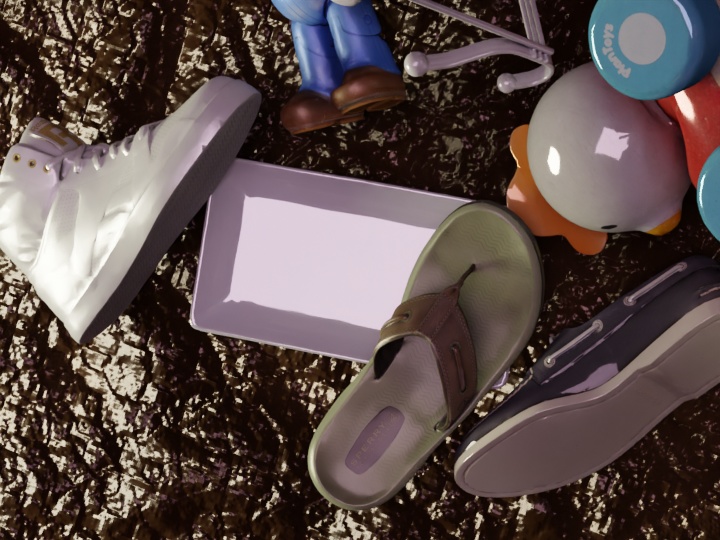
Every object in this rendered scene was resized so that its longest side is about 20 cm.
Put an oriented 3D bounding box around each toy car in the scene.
[{"bbox_3d":[0.165,-0.064,0.847,0.200,0.184,0.177,-38,84,39],"label":"toy car"}]

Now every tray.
[{"bbox_3d":[0.000,0.000,0.939,0.199,0.022,0.108,11,94,12],"label":"tray"}]

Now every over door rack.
[{"bbox_3d":[0.025,-0.186,0.822,0.066,0.200,0.149,-22,67,28],"label":"over door rack"}]

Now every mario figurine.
[{"bbox_3d":[-0.047,-0.180,0.899,0.123,0.106,0.201,-17,88,16],"label":"mario figurine"}]

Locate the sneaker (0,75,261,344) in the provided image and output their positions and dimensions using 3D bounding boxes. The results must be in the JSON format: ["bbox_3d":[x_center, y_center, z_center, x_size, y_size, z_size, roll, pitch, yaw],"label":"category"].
[{"bbox_3d":[-0.152,-0.062,0.932,0.116,0.074,0.200,44,115,8],"label":"sneaker"}]

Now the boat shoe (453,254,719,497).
[{"bbox_3d":[0.136,0.062,0.903,0.199,0.073,0.063,-34,42,17],"label":"boat shoe"}]

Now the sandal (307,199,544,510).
[{"bbox_3d":[0.038,0.055,0.892,0.080,0.057,0.202,32,99,10],"label":"sandal"}]
